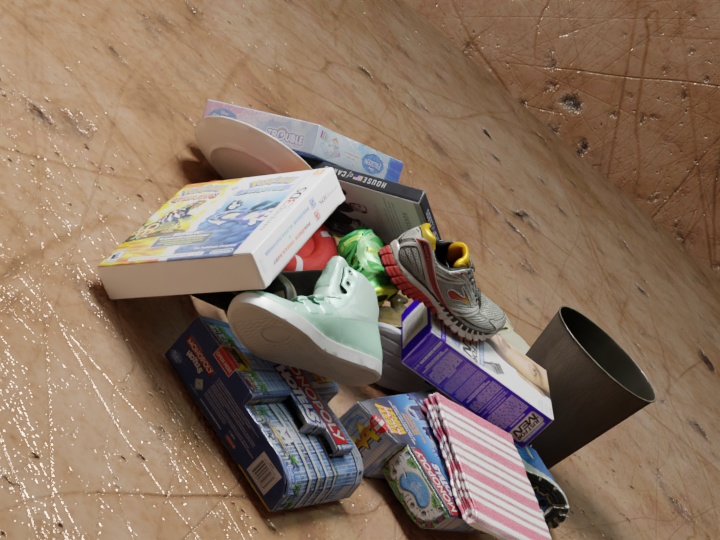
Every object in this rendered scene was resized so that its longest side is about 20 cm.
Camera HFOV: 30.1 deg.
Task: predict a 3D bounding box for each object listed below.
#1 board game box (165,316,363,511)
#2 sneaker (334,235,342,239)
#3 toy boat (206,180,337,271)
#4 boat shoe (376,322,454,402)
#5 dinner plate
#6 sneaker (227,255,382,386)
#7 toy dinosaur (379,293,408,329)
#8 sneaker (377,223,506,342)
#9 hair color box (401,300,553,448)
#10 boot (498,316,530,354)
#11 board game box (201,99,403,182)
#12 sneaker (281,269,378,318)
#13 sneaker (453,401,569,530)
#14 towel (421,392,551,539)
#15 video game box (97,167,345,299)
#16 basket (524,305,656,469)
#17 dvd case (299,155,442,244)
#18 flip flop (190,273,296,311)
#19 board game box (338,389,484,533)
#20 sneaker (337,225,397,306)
[{"bbox_3d":[-0.074,0.142,1.385,0.201,0.062,0.199,53,22,21],"label":"board game box"},{"bbox_3d":[-0.070,-0.109,1.850,0.199,0.075,0.084,28,7,-13],"label":"sneaker"},{"bbox_3d":[-0.101,-0.061,1.645,0.199,0.131,0.131,24,29,-43],"label":"toy boat"},{"bbox_3d":[0.049,0.114,1.709,0.199,0.072,0.071,35,7,-39],"label":"boat shoe"},{"bbox_3d":[-0.131,-0.125,1.715,0.199,0.024,0.201,26,-20,10],"label":"dinner plate"},{"bbox_3d":[-0.057,0.033,1.355,0.200,0.073,0.119,28,51,-41],"label":"sneaker"},{"bbox_3d":[0.045,0.061,1.741,0.198,0.059,0.101,4,10,-16],"label":"toy dinosaur"},{"bbox_3d":[0.112,0.016,1.585,0.199,0.082,0.078,35,23,-37],"label":"sneaker"},{"bbox_3d":[0.143,0.119,1.653,0.199,0.065,0.110,37,25,-18],"label":"hair color box"},{"bbox_3d":[0.214,0.137,1.962,0.155,0.072,0.200,51,20,9],"label":"boot"},{"bbox_3d":[-0.077,-0.167,1.786,0.199,0.044,0.198,17,-1,36],"label":"board game box"},{"bbox_3d":[-0.044,0.055,1.520,0.198,0.084,0.121,9,-15,35],"label":"sneaker"},{"bbox_3d":[0.182,0.245,1.709,0.200,0.078,0.089,48,6,0],"label":"sneaker"},{"bbox_3d":[0.145,0.238,1.523,0.146,0.030,0.201,31,26,-34],"label":"towel"},{"bbox_3d":[-0.141,-0.039,1.374,0.182,0.198,0.047,-49,127,-51],"label":"video game box"},{"bbox_3d":[0.261,0.176,1.783,0.180,0.200,0.136,38,22,-15],"label":"basket"},{"bbox_3d":[0.007,-0.077,1.711,0.198,0.025,0.151,17,-25,25],"label":"dvd case"},{"bbox_3d":[-0.133,0.007,1.468,0.199,0.082,0.057,28,10,38],"label":"flip flop"},{"bbox_3d":[0.059,0.217,1.518,0.199,0.062,0.201,17,34,-51],"label":"board game box"},{"bbox_3d":[0.000,0.000,1.634,0.084,0.074,0.200,53,11,-13],"label":"sneaker"}]
